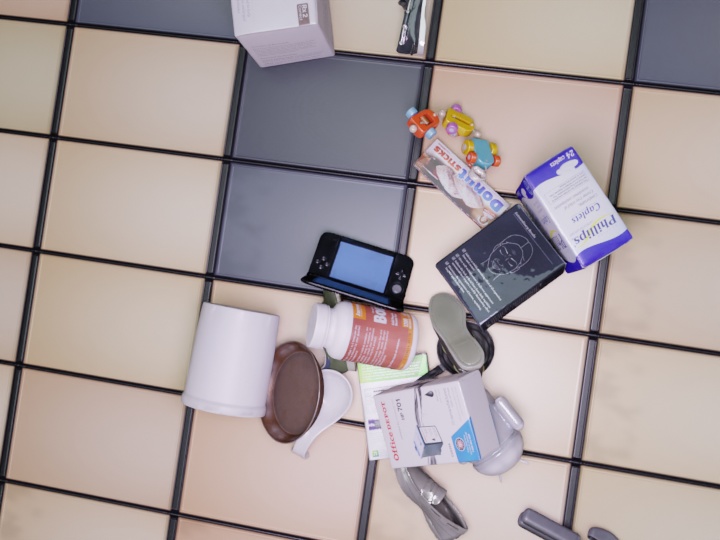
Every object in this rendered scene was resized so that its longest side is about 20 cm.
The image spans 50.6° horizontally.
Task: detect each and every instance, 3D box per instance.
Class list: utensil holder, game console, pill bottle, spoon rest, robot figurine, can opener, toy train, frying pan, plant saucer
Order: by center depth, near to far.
[{"bbox_3d":[0.002,0.121,1.454,0.199,0.112,0.113,12,89,-15],"label":"pill bottle"},{"bbox_3d":[0.234,0.310,1.466,0.200,0.113,0.170,51,124,7],"label":"robot figurine"},{"bbox_3d":[0.000,0.000,1.468,0.199,0.117,0.177,18,61,1],"label":"game console"},{"bbox_3d":[0.408,0.508,1.476,0.199,0.053,0.067,27,59,8],"label":"can opener"},{"bbox_3d":[0.188,0.188,1.497,0.115,0.031,0.191,29,77,18],"label":"frying pan"},{"bbox_3d":[0.179,-0.249,1.500,0.200,0.056,0.150,46,52,6],"label":"toy train"},{"bbox_3d":[-0.133,0.242,1.511,0.200,0.034,0.202,-17,67,46],"label":"plant saucer"},{"bbox_3d":[-0.253,0.174,1.512,0.169,0.170,0.201,11,86,8],"label":"utensil holder"},{"bbox_3d":[-0.085,0.291,1.521,0.099,0.061,0.201,26,102,6],"label":"spoon rest"}]

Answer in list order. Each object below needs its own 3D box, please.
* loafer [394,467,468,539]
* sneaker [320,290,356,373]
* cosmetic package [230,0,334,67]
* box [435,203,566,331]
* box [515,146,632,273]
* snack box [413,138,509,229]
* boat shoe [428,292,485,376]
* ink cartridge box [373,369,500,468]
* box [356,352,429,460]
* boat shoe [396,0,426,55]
[{"bbox_3d":[0.138,0.436,1.486,0.070,0.070,0.200,-32,98,33],"label":"loafer"},{"bbox_3d":[-0.068,0.114,1.536,0.089,0.067,0.201,-12,89,2],"label":"sneaker"},{"bbox_3d":[-0.153,-0.520,1.506,0.164,0.200,0.166,-7,86,7],"label":"cosmetic package"},{"bbox_3d":[0.269,-0.004,1.467,0.200,0.107,0.149,-36,75,5],"label":"box"},{"bbox_3d":[0.392,-0.106,1.425,0.105,0.184,0.201,-33,84,4],"label":"box"},{"bbox_3d":[0.203,-0.171,1.533,0.200,0.024,0.072,44,92,7],"label":"snack box"},{"bbox_3d":[0.183,0.128,1.471,0.071,0.061,0.202,-18,45,-3],"label":"boat shoe"},{"bbox_3d":[0.137,0.276,1.400,0.199,0.086,0.147,-18,87,37],"label":"ink cartridge box"},{"bbox_3d":[0.076,0.272,1.529,0.143,0.036,0.201,-7,88,7],"label":"box"},{"bbox_3d":[0.105,-0.537,1.535,0.060,0.076,0.201,3,88,2],"label":"boat shoe"}]
